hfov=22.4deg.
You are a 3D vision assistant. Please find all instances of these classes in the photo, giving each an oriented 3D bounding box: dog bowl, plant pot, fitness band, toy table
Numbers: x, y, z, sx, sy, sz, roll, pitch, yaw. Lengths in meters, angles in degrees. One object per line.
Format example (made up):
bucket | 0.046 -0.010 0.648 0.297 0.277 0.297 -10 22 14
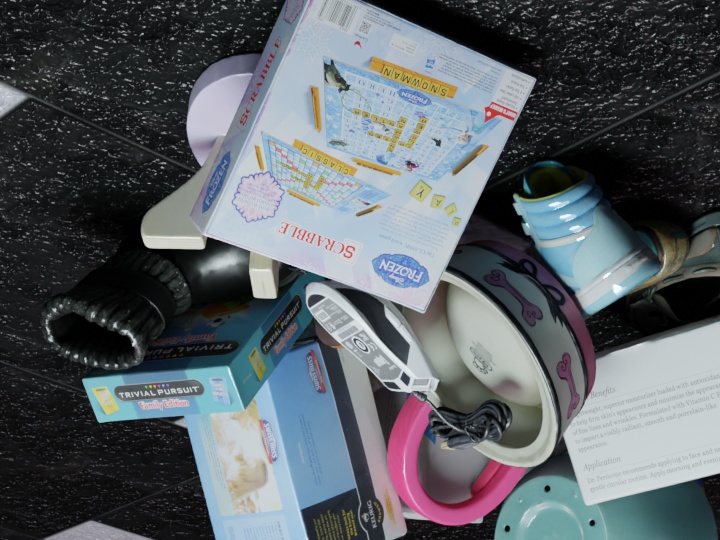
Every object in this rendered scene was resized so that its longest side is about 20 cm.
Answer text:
dog bowl | 0.115 0.063 1.532 0.200 0.074 0.201 37 147 29
plant pot | 0.224 0.266 1.764 0.199 0.203 0.160 -16 162 33
fitness band | 0.107 0.143 1.704 0.144 0.201 0.037 42 166 -32
toy table | -0.077 -0.069 1.448 0.182 0.118 0.200 -4 151 14

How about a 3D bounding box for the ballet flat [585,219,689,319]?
ballet flat | 0.213 0.003 1.617 0.070 0.071 0.199 22 149 -32

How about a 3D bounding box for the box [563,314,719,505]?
box | 0.311 0.114 1.657 0.198 0.132 0.199 -20 175 40

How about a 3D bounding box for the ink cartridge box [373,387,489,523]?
ink cartridge box | 0.036 0.172 1.817 0.085 0.148 0.199 16 167 -36

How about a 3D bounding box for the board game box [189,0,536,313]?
board game box | 0.003 -0.091 1.337 0.199 0.201 0.041 20 -168 -28

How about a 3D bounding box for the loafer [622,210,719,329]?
loafer | 0.288 0.015 1.623 0.071 0.063 0.200 11 152 -13

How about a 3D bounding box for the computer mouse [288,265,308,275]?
computer mouse | 0.005 -0.059 1.489 0.034 0.059 0.200 43 119 -15

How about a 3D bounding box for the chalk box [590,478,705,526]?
chalk box | 0.284 0.254 1.914 0.124 0.202 0.124 3 158 -40

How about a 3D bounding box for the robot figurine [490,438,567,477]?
robot figurine | 0.154 0.160 1.866 0.169 0.114 0.200 -23 166 -28

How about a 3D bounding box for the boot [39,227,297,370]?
boot | -0.157 0.016 1.563 0.209 0.158 0.080 -12 109 28

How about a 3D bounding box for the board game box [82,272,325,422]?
board game box | -0.134 0.058 1.616 0.150 0.200 0.047 -7 115 26

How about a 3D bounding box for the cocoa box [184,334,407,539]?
cocoa box | -0.065 0.171 1.686 0.133 0.202 0.131 -13 -178 45

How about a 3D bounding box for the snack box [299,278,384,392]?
snack box | 0.003 0.053 1.717 0.116 0.037 0.200 40 142 -13

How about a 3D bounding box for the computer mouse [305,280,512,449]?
computer mouse | 0.038 0.071 1.523 0.200 0.044 0.110 45 158 -7

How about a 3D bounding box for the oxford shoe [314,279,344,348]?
oxford shoe | 0.000 0.000 1.573 0.072 0.071 0.201 -17 150 -44

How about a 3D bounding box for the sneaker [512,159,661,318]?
sneaker | 0.164 -0.022 1.529 0.079 0.131 0.200 -32 178 -29
